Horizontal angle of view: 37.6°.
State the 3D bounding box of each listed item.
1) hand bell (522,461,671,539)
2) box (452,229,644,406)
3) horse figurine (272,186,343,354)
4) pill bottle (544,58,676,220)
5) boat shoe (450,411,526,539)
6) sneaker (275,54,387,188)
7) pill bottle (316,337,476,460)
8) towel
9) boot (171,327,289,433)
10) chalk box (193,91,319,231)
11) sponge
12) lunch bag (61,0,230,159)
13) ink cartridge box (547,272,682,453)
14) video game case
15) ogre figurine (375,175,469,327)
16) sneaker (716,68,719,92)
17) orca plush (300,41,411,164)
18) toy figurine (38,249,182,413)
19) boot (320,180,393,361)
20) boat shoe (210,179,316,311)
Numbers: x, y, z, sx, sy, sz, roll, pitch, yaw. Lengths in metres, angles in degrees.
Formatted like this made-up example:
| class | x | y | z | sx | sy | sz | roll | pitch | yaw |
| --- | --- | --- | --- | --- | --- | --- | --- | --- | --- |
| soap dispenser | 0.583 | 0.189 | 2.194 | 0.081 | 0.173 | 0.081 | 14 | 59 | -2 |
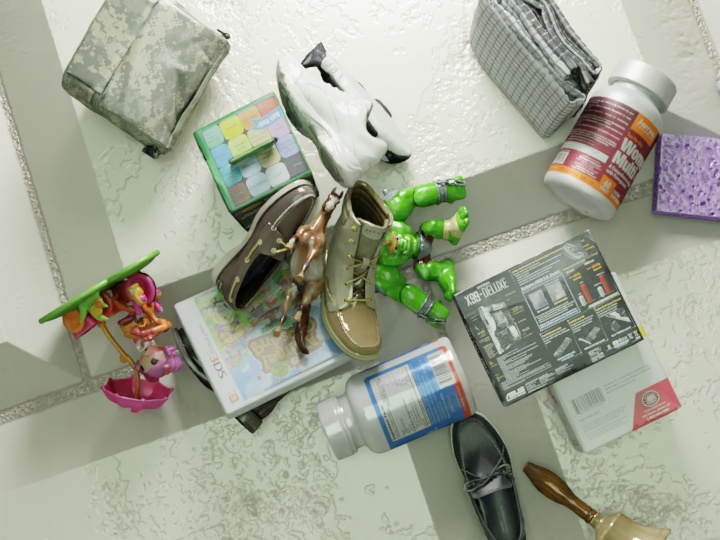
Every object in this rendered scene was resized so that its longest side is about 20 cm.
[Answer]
| class | x | y | z | sx | sy | sz | roll | pitch | yaw |
| --- | --- | --- | --- | --- | --- | --- | --- | --- | --- |
| hand bell | 0.302 | 0.323 | 1.413 | 0.199 | 0.104 | 0.104 | 37 | 86 | 19 |
| box | 0.240 | 0.062 | 1.366 | 0.198 | 0.050 | 0.159 | -26 | 82 | 1 |
| horse figurine | -0.072 | 0.005 | 1.368 | 0.049 | 0.133 | 0.202 | 13 | 121 | 9 |
| pill bottle | 0.343 | -0.180 | 1.443 | 0.109 | 0.110 | 0.201 | 31 | 86 | 5 |
| boat shoe | 0.175 | 0.284 | 1.422 | 0.074 | 0.062 | 0.202 | -18 | 82 | 2 |
| sneaker | -0.036 | -0.208 | 1.395 | 0.099 | 0.078 | 0.201 | -32 | 80 | -14 |
| pill bottle | 0.046 | 0.176 | 1.415 | 0.198 | 0.112 | 0.113 | -22 | 83 | 1 |
| towel | 0.239 | -0.295 | 1.434 | 0.085 | 0.166 | 0.201 | -38 | 84 | -8 |
| boot | -0.143 | 0.107 | 1.461 | 0.174 | 0.069 | 0.200 | -43 | 79 | -12 |
| chalk box | -0.138 | -0.147 | 1.413 | 0.123 | 0.200 | 0.125 | -25 | 82 | -2 |
| sponge | 0.509 | -0.124 | 1.470 | 0.197 | 0.030 | 0.113 | 7 | 84 | 3 |
| lunch bag | -0.292 | -0.278 | 1.466 | 0.167 | 0.139 | 0.201 | 31 | 86 | 6 |
| ink cartridge box | 0.316 | 0.122 | 1.422 | 0.144 | 0.083 | 0.202 | -25 | 84 | 0 |
| video game case | -0.127 | 0.080 | 1.427 | 0.198 | 0.022 | 0.183 | -24 | 63 | -14 |
| ogre figurine | 0.077 | -0.030 | 1.448 | 0.118 | 0.098 | 0.202 | 7 | 112 | -10 |
| sneaker | 0.570 | -0.329 | 1.461 | 0.073 | 0.087 | 0.201 | 37 | 86 | 6 |
| orca plush | -0.018 | -0.214 | 1.468 | 0.071 | 0.106 | 0.200 | -37 | 119 | 23 |
| toy figurine | -0.305 | 0.096 | 1.428 | 0.199 | 0.150 | 0.185 | -28 | 96 | 22 |
| boot | 0.000 | 0.000 | 1.384 | 0.071 | 0.155 | 0.202 | 2 | 50 | -25 |
| boat shoe | -0.119 | -0.032 | 1.390 | 0.200 | 0.072 | 0.060 | -47 | 59 | 21 |
